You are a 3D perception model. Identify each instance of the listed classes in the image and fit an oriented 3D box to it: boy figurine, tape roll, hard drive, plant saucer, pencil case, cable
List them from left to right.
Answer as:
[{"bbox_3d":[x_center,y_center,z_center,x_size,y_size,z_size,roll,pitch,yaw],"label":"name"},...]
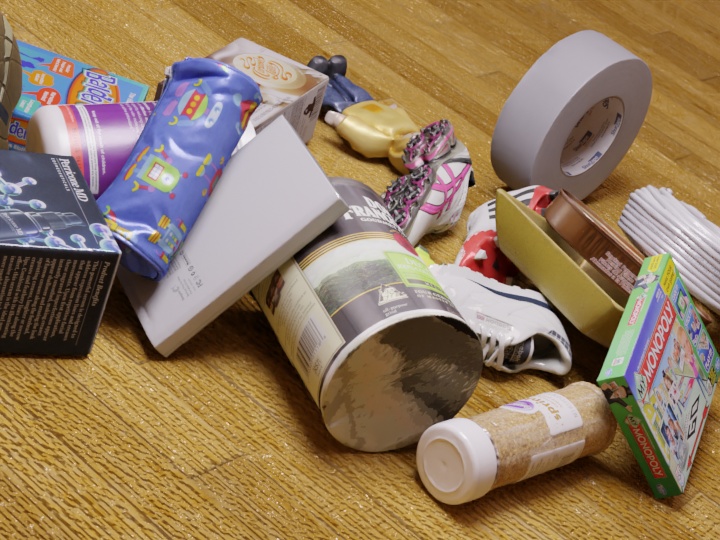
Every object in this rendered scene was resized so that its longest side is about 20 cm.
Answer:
[{"bbox_3d":[-0.162,-0.093,1.439,0.087,0.078,0.201,28,72,-5],"label":"pencil case"},{"bbox_3d":[-0.116,-0.032,1.443,0.026,0.200,0.132,48,6,-45],"label":"hard drive"},{"bbox_3d":[0.014,-0.166,1.875,0.124,0.065,0.200,-7,38,-47],"label":"boy figurine"},{"bbox_3d":[0.237,-0.166,1.886,0.066,0.201,0.200,39,33,29],"label":"tape roll"},{"bbox_3d":[0.225,0.021,1.668,0.200,0.048,0.200,28,17,-49],"label":"plant saucer"},{"bbox_3d":[0.361,-0.014,1.790,0.200,0.069,0.200,43,12,24],"label":"cable"}]

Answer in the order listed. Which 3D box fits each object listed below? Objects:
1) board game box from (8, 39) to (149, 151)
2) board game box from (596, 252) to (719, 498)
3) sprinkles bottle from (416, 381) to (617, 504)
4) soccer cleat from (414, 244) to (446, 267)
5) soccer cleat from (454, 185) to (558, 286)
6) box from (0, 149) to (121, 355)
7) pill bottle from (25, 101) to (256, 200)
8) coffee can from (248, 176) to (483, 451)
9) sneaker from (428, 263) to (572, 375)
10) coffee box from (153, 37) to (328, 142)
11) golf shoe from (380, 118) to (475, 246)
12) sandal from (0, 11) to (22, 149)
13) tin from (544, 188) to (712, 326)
[{"bbox_3d":[-0.320,-0.167,1.662,0.199,0.045,0.152,19,29,-8],"label":"board game box"},{"bbox_3d":[0.277,0.093,1.539,0.135,0.029,0.200,61,34,-22],"label":"board game box"},{"bbox_3d":[0.136,0.145,1.433,0.200,0.068,0.068,-11,43,-46],"label":"sprinkles bottle"},{"bbox_3d":[-0.001,0.000,1.606,0.200,0.065,0.084,24,67,-15],"label":"soccer cleat"},{"bbox_3d":[0.136,-0.031,1.739,0.085,0.069,0.200,2,30,36],"label":"soccer cleat"},{"bbox_3d":[-0.315,-0.019,1.353,0.199,0.107,0.149,4,33,-31],"label":"box"},{"bbox_3d":[-0.198,-0.097,1.529,0.199,0.113,0.113,-5,37,-22],"label":"pill bottle"},{"bbox_3d":[-0.003,0.036,1.440,0.146,0.147,0.200,3,35,-31],"label":"coffee can"},{"bbox_3d":[0.108,0.052,1.568,0.199,0.077,0.081,8,38,-24],"label":"sneaker"},{"bbox_3d":[-0.127,-0.165,1.749,0.114,0.080,0.200,25,28,12],"label":"coffee box"},{"bbox_3d":[0.074,-0.071,1.744,0.092,0.072,0.200,53,41,-21],"label":"golf shoe"},{"bbox_3d":[-0.351,-0.157,1.547,0.054,0.080,0.201,-2,63,7],"label":"sandal"},{"bbox_3d":[0.266,-0.004,1.683,0.200,0.042,0.112,42,14,9],"label":"tin"}]
